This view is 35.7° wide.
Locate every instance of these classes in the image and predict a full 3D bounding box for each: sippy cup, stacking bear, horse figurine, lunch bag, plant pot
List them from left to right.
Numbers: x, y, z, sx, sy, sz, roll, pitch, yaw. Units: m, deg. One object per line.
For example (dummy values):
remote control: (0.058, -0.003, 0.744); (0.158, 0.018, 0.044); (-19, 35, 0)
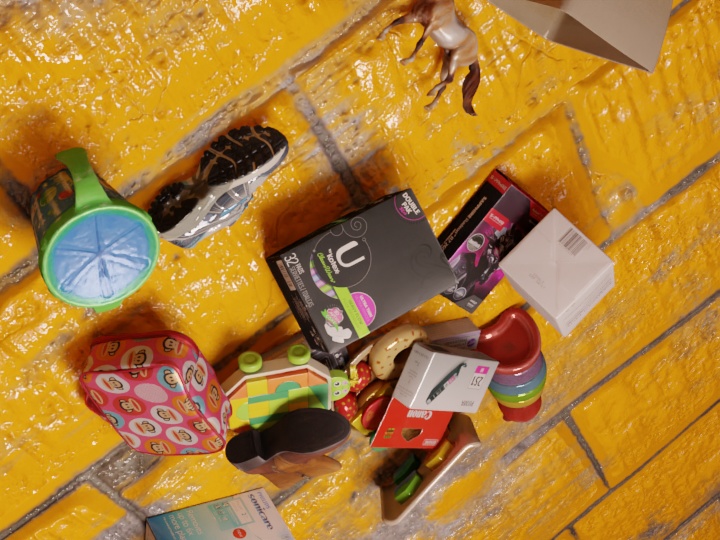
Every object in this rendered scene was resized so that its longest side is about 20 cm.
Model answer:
sippy cup: (-0.315, -0.048, 1.279); (0.140, 0.130, 0.178); (18, 112, -42)
lunch bag: (-0.277, 0.168, 1.474); (0.176, 0.082, 0.200); (-6, 136, 15)
horse figurine: (0.104, -0.290, 1.428); (0.133, 0.050, 0.200); (-53, 129, -13)
stacking bear: (0.257, 0.179, 1.861); (0.121, 0.114, 0.200); (-31, 139, -11)
plant pot: (0.283, -0.384, 1.397); (0.200, 0.200, 0.177); (21, 99, -42)

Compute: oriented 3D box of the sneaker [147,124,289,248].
sneaker: (-0.169, -0.102, 1.391); (0.200, 0.078, 0.086); (-36, 148, 4)

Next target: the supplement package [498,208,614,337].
supplement package: (0.301, 0.007, 1.693); (0.120, 0.121, 0.200); (-46, 163, 2)

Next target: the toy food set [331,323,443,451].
toy food set: (0.045, 0.175, 1.686); (0.200, 0.049, 0.198); (-46, 137, -2)

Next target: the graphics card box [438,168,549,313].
graphics card box: (0.185, -0.041, 1.681); (0.200, 0.051, 0.125); (-49, 136, 9)

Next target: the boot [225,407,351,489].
boot: (-0.071, 0.269, 1.608); (0.188, 0.069, 0.200); (-24, 149, 12)

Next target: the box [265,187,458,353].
box: (0.000, 0.000, 1.494); (0.200, 0.124, 0.149); (-28, 96, -14)

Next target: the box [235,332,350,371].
box: (-0.082, 0.185, 1.673); (0.158, 0.048, 0.200); (-29, 134, -11)

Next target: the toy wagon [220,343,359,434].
toy wagon: (-0.096, 0.172, 1.574); (0.200, 0.040, 0.155); (-9, 132, -12)

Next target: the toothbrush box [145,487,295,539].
toothbrush box: (-0.211, 0.431, 1.703); (0.200, 0.146, 0.085); (-8, 127, -28)

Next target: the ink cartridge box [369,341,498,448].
ink cartridge box: (0.114, 0.201, 1.695); (0.200, 0.044, 0.174); (13, 101, -54)

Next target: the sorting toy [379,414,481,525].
sorting toy: (0.107, 0.319, 1.838); (0.200, 0.185, 0.036); (-43, 95, 5)

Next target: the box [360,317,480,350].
box: (0.093, 0.114, 1.743); (0.200, 0.041, 0.039); (-10, 128, -29)
